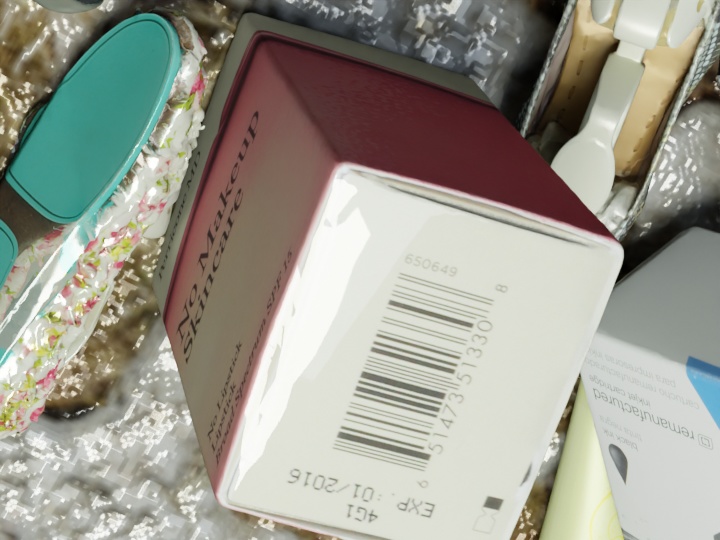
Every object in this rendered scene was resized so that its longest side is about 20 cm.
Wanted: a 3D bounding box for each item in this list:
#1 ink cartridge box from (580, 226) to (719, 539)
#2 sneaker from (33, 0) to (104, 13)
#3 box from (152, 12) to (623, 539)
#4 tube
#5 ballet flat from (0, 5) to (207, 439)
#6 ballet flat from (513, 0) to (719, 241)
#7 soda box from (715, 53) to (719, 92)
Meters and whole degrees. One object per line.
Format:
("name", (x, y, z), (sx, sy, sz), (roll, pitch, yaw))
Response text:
("ink cartridge box", (0.180, 0.100, 0.848), (0.083, 0.145, 0.201), (-35, 124, -27))
("sneaker", (-0.097, -0.189, 0.724), (0.113, 0.076, 0.201), (-4, 111, 20))
("box", (0.000, 0.000, 0.766), (0.108, 0.200, 0.129), (15, 106, -18))
("tube", (0.109, 0.110, 0.918), (0.052, 0.058, 0.202), (19, 102, 17))
("ballet flat", (-0.114, -0.014, 0.816), (0.200, 0.076, 0.064), (-52, 144, 13))
("ballet flat", (0.106, -0.085, 0.812), (0.071, 0.072, 0.202), (11, 117, -17))
("soda box", (0.205, -0.014, 0.873), (0.063, 0.071, 0.201), (-11, 116, 19))
